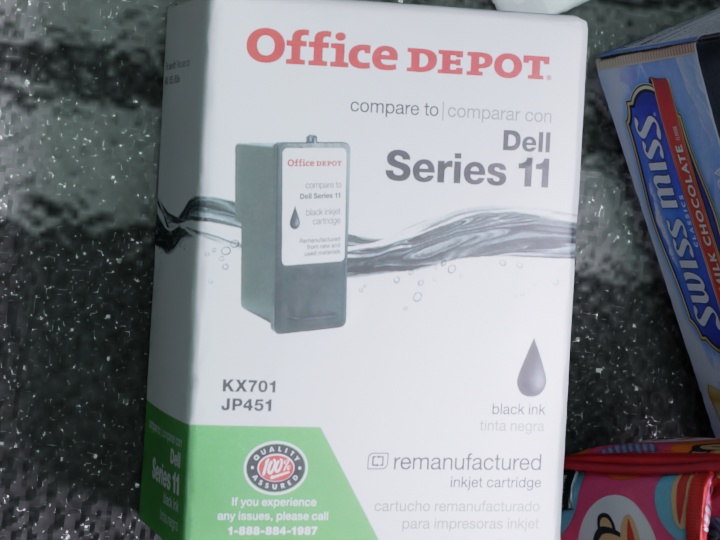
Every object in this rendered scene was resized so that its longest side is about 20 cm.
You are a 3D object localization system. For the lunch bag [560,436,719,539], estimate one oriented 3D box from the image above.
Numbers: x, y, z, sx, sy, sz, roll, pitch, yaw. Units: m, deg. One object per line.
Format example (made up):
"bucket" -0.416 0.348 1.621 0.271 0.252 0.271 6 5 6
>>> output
"lunch bag" 0.139 0.161 0.770 0.082 0.176 0.200 -5 88 -36

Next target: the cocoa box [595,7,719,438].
"cocoa box" 0.200 -0.015 0.803 0.133 0.131 0.200 -22 99 -23

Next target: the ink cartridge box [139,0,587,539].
"ink cartridge box" 0.000 0.000 0.776 0.146 0.083 0.200 1 93 -16

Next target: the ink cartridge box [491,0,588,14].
"ink cartridge box" 0.119 -0.204 0.832 0.200 0.050 0.162 -23 100 4
